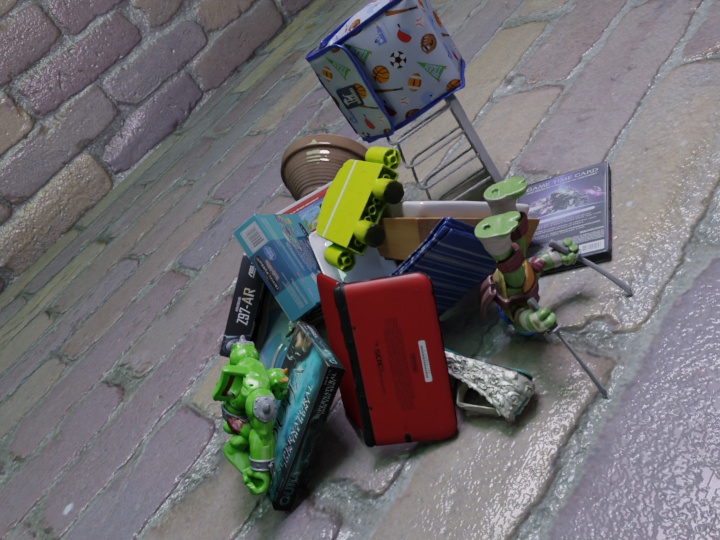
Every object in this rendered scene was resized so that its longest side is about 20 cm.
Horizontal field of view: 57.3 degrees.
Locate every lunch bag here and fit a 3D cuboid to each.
[{"bbox_3d":[0.036,-0.307,0.994,0.197,0.171,0.125,-25,28,27],"label":"lunch bag"}]

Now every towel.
[{"bbox_3d":[0.093,0.012,0.857,0.200,0.143,0.024,-45,51,33],"label":"towel"}]

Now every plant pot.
[{"bbox_3d":[-0.063,-0.162,1.281,0.197,0.200,0.095,-15,54,31],"label":"plant pot"}]

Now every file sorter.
[{"bbox_3d":[0.139,-0.188,1.086,0.123,0.201,0.140,-32,30,13],"label":"file sorter"}]

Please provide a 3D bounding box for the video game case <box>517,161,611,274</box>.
[{"bbox_3d":[0.288,-0.074,0.948,0.140,0.019,0.202,-15,36,32],"label":"video game case"}]

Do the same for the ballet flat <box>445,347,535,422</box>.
[{"bbox_3d":[0.121,0.130,0.799,0.072,0.072,0.198,-47,31,-20],"label":"ballet flat"}]

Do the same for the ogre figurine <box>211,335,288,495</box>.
[{"bbox_3d":[-0.147,0.176,0.853,0.201,0.095,0.122,-98,21,-61],"label":"ogre figurine"}]

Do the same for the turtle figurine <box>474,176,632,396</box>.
[{"bbox_3d":[0.216,-0.002,0.753,0.144,0.196,0.199,-42,33,-16],"label":"turtle figurine"}]

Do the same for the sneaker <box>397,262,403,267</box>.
[{"bbox_3d":[0.040,0.055,0.990,0.197,0.075,0.082,-30,44,17],"label":"sneaker"}]

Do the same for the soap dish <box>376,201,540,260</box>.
[{"bbox_3d":[0.125,-0.054,0.923,0.195,0.084,0.157,-2,5,-25],"label":"soap dish"}]

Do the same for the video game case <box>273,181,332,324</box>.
[{"bbox_3d":[-0.067,-0.029,1.121,0.141,0.204,0.017,-26,-13,16],"label":"video game case"}]

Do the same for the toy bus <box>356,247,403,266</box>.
[{"bbox_3d":[0.054,-0.030,1.040,0.196,0.066,0.078,-27,-13,7],"label":"toy bus"}]

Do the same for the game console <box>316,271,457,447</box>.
[{"bbox_3d":[0.028,0.099,0.824,0.168,0.205,0.119,-9,12,14],"label":"game console"}]

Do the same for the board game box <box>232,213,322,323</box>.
[{"bbox_3d":[-0.100,-0.010,1.001,0.046,0.153,0.200,-35,-3,12],"label":"board game box"}]

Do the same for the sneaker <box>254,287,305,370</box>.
[{"bbox_3d":[-0.097,0.091,1.040,0.128,0.079,0.205,-1,69,40],"label":"sneaker"}]

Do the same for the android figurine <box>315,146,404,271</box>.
[{"bbox_3d":[-0.006,-0.092,0.941,0.199,0.040,0.186,22,89,65],"label":"android figurine"}]

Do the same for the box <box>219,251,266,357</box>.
[{"bbox_3d":[-0.181,0.048,1.089,0.200,0.042,0.165,-121,44,-84],"label":"box"}]

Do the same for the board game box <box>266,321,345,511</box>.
[{"bbox_3d":[-0.087,0.187,0.868,0.135,0.028,0.204,39,111,61],"label":"board game box"}]

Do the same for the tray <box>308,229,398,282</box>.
[{"bbox_3d":[0.000,0.000,0.980,0.106,0.022,0.203,-30,57,6],"label":"tray"}]
